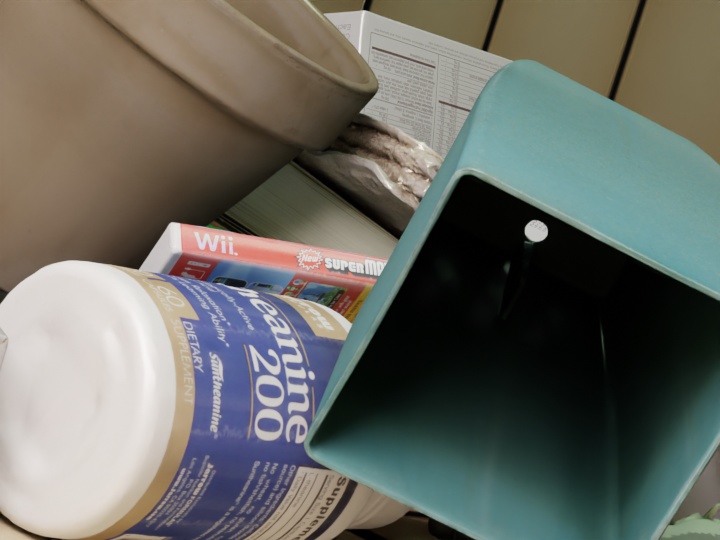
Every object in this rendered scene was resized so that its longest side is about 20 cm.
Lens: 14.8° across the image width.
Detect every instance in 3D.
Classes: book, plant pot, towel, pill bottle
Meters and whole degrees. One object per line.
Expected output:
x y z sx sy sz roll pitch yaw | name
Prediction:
0.000 0.000 1.413 0.200 0.048 0.134 34 -3 -7 | book
-0.122 -0.080 1.267 0.200 0.174 0.200 38 10 -8 | plant pot
0.009 -0.041 1.365 0.132 0.035 0.200 42 -7 -37 | towel
0.081 0.004 1.145 0.141 0.142 0.200 27 27 -5 | plant pot
-0.058 0.062 1.165 0.111 0.111 0.200 22 7 40 | pill bottle

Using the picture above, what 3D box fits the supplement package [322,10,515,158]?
-0.017 -0.039 1.661 0.151 0.201 0.150 0 -8 40 | supplement package

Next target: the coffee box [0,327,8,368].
-0.221 0.029 1.137 0.113 0.080 0.200 16 6 -19 | coffee box

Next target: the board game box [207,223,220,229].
-0.090 0.032 1.413 0.047 0.102 0.200 17 5 -14 | board game box

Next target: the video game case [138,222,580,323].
-0.019 0.037 1.268 0.199 0.018 0.143 9 -35 -23 | video game case

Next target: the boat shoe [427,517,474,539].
0.072 0.107 1.384 0.060 0.074 0.200 23 14 5 | boat shoe

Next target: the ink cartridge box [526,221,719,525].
0.136 0.055 1.510 0.200 0.084 0.175 56 -12 -23 | ink cartridge box

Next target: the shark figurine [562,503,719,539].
0.140 0.147 1.194 0.128 0.090 0.214 -15 -11 12 | shark figurine

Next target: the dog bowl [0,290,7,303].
-0.214 0.009 1.403 0.199 0.074 0.200 19 6 -2 | dog bowl
